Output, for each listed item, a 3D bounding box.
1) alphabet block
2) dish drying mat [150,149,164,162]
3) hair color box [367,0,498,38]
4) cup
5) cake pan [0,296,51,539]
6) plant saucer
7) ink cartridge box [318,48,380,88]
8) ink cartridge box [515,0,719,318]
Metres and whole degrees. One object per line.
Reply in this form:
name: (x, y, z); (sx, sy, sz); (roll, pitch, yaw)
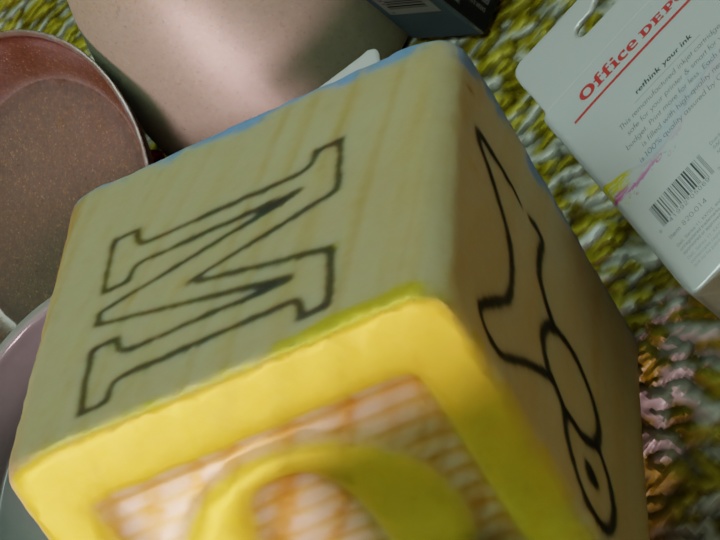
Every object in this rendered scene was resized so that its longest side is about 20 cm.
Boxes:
alphabet block: (-0.005, 0.057, 1.159); (0.196, 0.195, 0.200); (-25, 28, 18)
dish drying mat: (-0.179, -0.030, 1.620); (0.200, 0.018, 0.077); (1, 82, 47)
hair color box: (0.051, -0.232, 1.470); (0.061, 0.099, 0.200); (2, 63, 49)
cup: (-0.082, -0.166, 1.529); (0.200, 0.143, 0.200); (-28, 44, 31)
cake pan: (-0.141, 0.101, 1.447); (0.200, 0.037, 0.200); (-23, 54, 35)
plant saucer: (-0.176, -0.033, 1.557); (0.200, 0.037, 0.200); (4, 96, 39)
ink cartridge box: (0.000, 0.000, 1.366); (0.116, 0.067, 0.200); (-35, 41, 24)
ink cartridge box: (0.160, -0.066, 1.239); (0.117, 0.067, 0.200); (-47, 37, 11)
